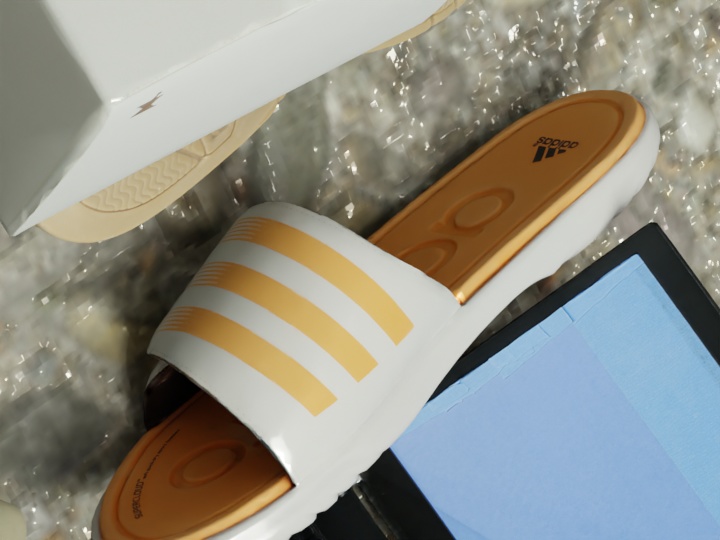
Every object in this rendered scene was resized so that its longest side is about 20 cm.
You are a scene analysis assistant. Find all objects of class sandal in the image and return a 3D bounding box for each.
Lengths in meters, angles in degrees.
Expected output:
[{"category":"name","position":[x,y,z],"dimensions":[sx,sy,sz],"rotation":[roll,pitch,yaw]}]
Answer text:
[{"category":"sandal","position":[-0.005,-0.001,0.778],"dimensions":[0.207,0.079,0.059],"rotation":[-43,119,-27]}]

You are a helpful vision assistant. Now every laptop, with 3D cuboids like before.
[{"category":"laptop","position":[0.040,0.122,0.770],"dimensions":[0.200,0.103,0.177],"rotation":[-35,87,-30]}]

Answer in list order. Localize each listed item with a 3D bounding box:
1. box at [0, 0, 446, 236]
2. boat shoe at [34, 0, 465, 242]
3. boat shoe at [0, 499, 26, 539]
[{"category":"box","position":[-0.066,-0.131,0.644],"dimensions":[0.124,0.097,0.200],"rotation":[-29,86,-25]},{"category":"boat shoe","position":[-0.029,-0.081,0.746],"dimensions":[0.200,0.065,0.072],"rotation":[-41,136,-28]},{"category":"boat shoe","position":[-0.137,0.146,0.727],"dimensions":[0.062,0.071,0.201],"rotation":[17,87,-37]}]
